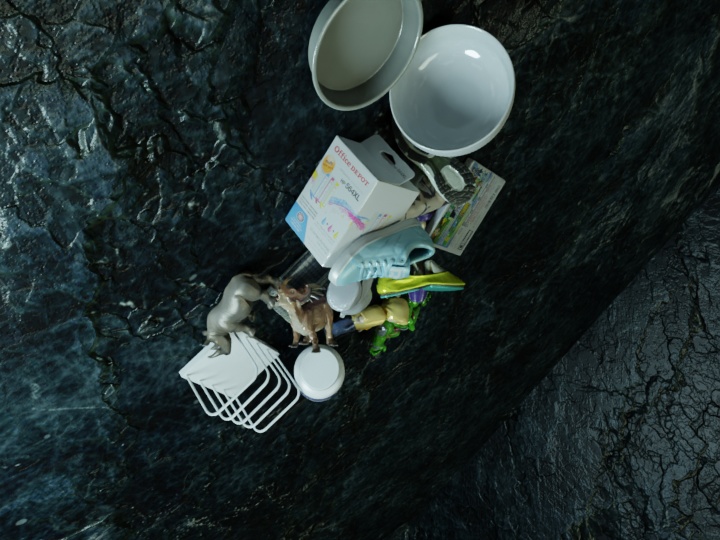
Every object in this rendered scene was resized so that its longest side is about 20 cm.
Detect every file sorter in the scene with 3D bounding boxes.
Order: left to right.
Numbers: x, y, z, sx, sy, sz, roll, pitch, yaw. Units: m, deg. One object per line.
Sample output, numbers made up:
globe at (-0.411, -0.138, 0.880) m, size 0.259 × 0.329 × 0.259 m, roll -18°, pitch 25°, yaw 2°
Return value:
file sorter at (-0.228, 0.221, 1.333) m, size 0.138 × 0.125 × 0.200 m, roll -42°, pitch 150°, yaw 1°

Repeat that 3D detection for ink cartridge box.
ink cartridge box at (-0.009, -0.121, 1.144) m, size 0.124 × 0.129 × 0.202 m, roll 4°, pitch 127°, yaw -51°

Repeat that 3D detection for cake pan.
cake pan at (0.004, -0.329, 0.978) m, size 0.197 × 0.037 × 0.203 m, roll -30°, pitch 148°, yaw -20°

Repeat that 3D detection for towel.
towel at (-0.090, 0.025, 1.345) m, size 0.192 × 0.035 × 0.200 m, roll -44°, pitch 149°, yaw -3°

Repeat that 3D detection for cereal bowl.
cereal bowl at (0.147, -0.276, 1.072) m, size 0.200 × 0.201 × 0.083 m, roll -44°, pitch 167°, yaw 6°

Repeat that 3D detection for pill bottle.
pill bottle at (-0.088, 0.220, 1.451) m, size 0.110 × 0.112 × 0.200 m, roll -35°, pitch 172°, yaw -11°

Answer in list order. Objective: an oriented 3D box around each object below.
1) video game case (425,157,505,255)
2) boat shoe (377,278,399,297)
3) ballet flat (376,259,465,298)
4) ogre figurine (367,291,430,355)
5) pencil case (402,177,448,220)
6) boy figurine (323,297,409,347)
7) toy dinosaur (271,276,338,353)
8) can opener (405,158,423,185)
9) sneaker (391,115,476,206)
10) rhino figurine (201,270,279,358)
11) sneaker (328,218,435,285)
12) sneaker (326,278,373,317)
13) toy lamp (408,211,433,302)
video game case at (0.227, -0.135, 1.491) m, size 0.181 × 0.022 × 0.203 m, roll 12°, pitch 112°, yaw -56°
boat shoe at (0.067, 0.000, 1.447) m, size 0.069 × 0.075 × 0.200 m, roll -47°, pitch 157°, yaw 1°
ballet flat at (0.124, 0.013, 1.376) m, size 0.194 × 0.069 × 0.067 m, roll -5°, pitch 175°, yaw -19°
ogre figurine at (0.094, 0.109, 1.605) m, size 0.196 × 0.100 × 0.120 m, roll -25°, pitch 160°, yaw -6°
pencil case at (0.104, -0.148, 1.296) m, size 0.197 × 0.091 × 0.077 m, roll -25°, pitch -178°, yaw -27°
boy figurine at (0.013, 0.114, 1.489) m, size 0.195 × 0.066 × 0.125 m, roll -15°, pitch 166°, yaw -8°
toy dinosaur at (-0.091, 0.080, 1.307) m, size 0.199 × 0.084 × 0.140 m, roll -3°, pitch 96°, yaw -69°
can opener at (0.099, -0.203, 1.218) m, size 0.066 × 0.052 × 0.202 m, roll 39°, pitch 77°, yaw -23°
sneaker at (0.118, -0.194, 1.163) m, size 0.076 × 0.202 × 0.089 m, roll -35°, pitch 179°, yaw 1°
rhino figurine at (-0.227, 0.082, 1.211) m, size 0.086 × 0.060 × 0.202 m, roll 22°, pitch 115°, yaw -31°
sneaker at (0.042, -0.018, 1.125) m, size 0.197 × 0.082 × 0.075 m, roll -30°, pitch 149°, yaw -21°
sneaker at (0.000, 0.000, 1.324) m, size 0.203 × 0.074 × 0.115 m, roll -61°, pitch 167°, yaw -15°
toy lamp at (0.124, -0.030, 1.420) m, size 0.057 × 0.058 × 0.205 m, roll -19°, pitch 121°, yaw -33°
